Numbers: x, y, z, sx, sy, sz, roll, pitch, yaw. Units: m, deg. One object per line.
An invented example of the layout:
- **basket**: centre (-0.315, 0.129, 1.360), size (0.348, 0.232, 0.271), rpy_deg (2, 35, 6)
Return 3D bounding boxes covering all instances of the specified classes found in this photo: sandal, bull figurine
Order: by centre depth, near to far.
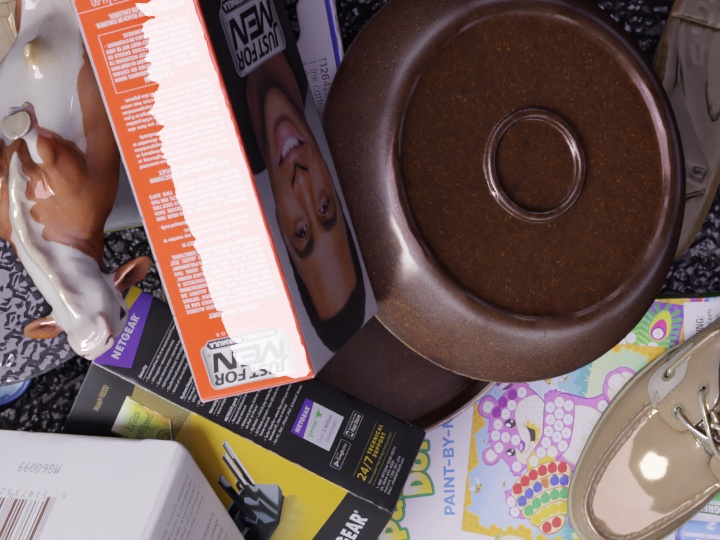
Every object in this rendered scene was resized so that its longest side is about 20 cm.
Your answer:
- **bull figurine**: centre (-0.137, -0.063, 1.231), size (0.065, 0.121, 0.201), rpy_deg (-6, 69, 17)
- **sandal**: centre (-0.209, 0.032, 1.284), size (0.199, 0.045, 0.076), rpy_deg (-22, 93, -3)

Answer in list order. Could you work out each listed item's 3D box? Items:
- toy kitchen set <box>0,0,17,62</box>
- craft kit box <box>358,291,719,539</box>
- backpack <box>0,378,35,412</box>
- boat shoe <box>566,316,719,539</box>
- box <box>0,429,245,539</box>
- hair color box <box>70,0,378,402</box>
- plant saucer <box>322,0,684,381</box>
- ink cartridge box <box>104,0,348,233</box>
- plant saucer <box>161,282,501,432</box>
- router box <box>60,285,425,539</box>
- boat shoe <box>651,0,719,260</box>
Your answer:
- **toy kitchen set**: centre (-0.207, -0.163, 1.358), size (0.162, 0.180, 0.201), rpy_deg (-19, 94, -35)
- **craft kit box**: centre (0.092, 0.112, 1.435), size (0.196, 0.049, 0.202), rpy_deg (-2, 93, 1)
- **backpack**: centre (-0.270, 0.003, 1.367), size (0.199, 0.147, 0.184), rpy_deg (-15, 92, 1)
- **boat shoe**: centre (0.180, 0.064, 1.380), size (0.200, 0.065, 0.072), rpy_deg (-44, 93, 1)
- **box**: centre (-0.128, 0.175, 1.325), size (0.151, 0.200, 0.107), rpy_deg (3, 53, 26)
- **hair color box**: centre (-0.059, -0.055, 1.237), size (0.061, 0.102, 0.201), rpy_deg (-12, 103, 21)
- **plant saucer**: centre (0.077, -0.048, 1.332), size (0.199, 0.034, 0.202), rpy_deg (3, 84, -26)
- **ink cartridge box**: centre (-0.095, -0.124, 1.377), size (0.199, 0.047, 0.199), rpy_deg (-9, 92, 24)
- **plant saucer**: centre (0.000, 0.000, 1.395), size (0.199, 0.035, 0.202), rpy_deg (-5, 66, 11)
- **router box**: centre (-0.074, 0.110, 1.359), size (0.156, 0.200, 0.052), rpy_deg (26, 53, -1)
- **boat shoe**: centre (0.179, -0.092, 1.423), size (0.073, 0.063, 0.202), rpy_deg (25, 86, 2)
